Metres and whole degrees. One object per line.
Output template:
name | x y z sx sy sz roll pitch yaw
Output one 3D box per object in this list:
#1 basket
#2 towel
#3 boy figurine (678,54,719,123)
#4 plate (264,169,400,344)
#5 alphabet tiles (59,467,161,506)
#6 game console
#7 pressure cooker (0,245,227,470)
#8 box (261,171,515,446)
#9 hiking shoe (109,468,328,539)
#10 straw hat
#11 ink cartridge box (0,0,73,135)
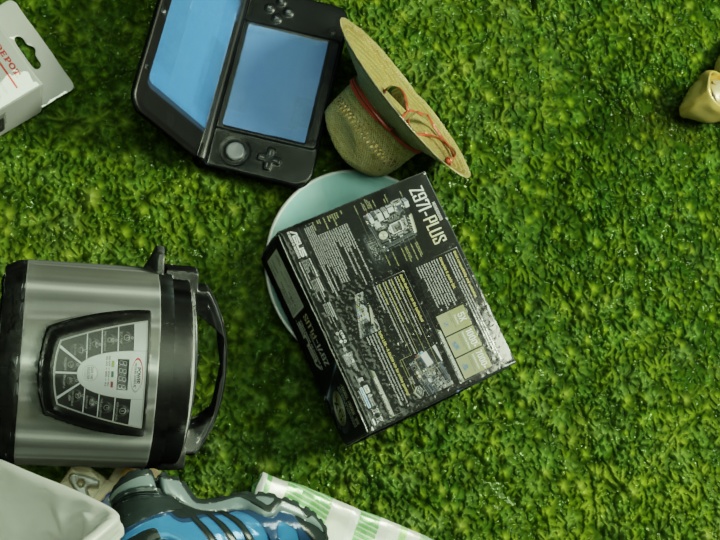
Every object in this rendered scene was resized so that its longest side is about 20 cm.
basket | -0.295 0.240 1.006 0.197 0.125 0.135 14 27 28
towel | -0.028 0.288 1.178 0.198 0.023 0.154 24 69 -10
boy figurine | 0.439 -0.208 1.429 0.197 0.064 0.126 -10 81 -21
plate | 0.000 0.000 1.268 0.197 0.026 0.204 4 74 -15
alphabet tiles | -0.201 0.266 1.148 0.199 0.006 0.167 36 69 -4
game console | -0.110 -0.205 1.241 0.173 0.117 0.203 13 72 0
pressure cooker | -0.212 0.079 1.107 0.197 0.177 0.180 5 47 -15
box | 0.023 0.035 1.205 0.162 0.086 0.202 -23 83 -20
hiking shoe | -0.121 0.235 1.095 0.197 0.075 0.088 14 49 -19
straw hat | 0.015 -0.142 1.266 0.085 0.201 0.202 -38 87 16
ink cartridge box | -0.374 -0.175 1.189 0.199 0.067 0.116 -36 86 -21
